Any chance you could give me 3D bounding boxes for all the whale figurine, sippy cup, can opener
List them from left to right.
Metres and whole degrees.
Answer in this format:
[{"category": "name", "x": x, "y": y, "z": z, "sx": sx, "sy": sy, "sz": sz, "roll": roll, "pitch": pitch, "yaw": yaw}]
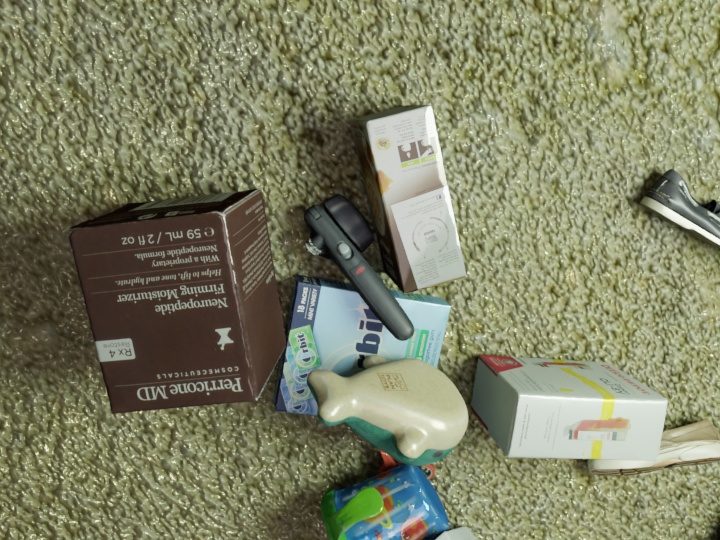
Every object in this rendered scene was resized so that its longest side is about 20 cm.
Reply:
[{"category": "can opener", "x": 0.000, "y": 0.000, "z": 0.826, "sx": 0.078, "sy": 0.063, "sz": 0.201, "roll": -35, "pitch": 78, "yaw": 3}, {"category": "whale figurine", "x": 0.027, "y": 0.169, "z": 0.815, "sx": 0.199, "sy": 0.159, "sz": 0.104, "roll": 9, "pitch": 122, "yaw": -28}, {"category": "sippy cup", "x": 0.038, "y": 0.320, "z": 0.895, "sx": 0.130, "sy": 0.178, "sz": 0.140, "roll": -31, "pitch": 91, "yaw": 4}]

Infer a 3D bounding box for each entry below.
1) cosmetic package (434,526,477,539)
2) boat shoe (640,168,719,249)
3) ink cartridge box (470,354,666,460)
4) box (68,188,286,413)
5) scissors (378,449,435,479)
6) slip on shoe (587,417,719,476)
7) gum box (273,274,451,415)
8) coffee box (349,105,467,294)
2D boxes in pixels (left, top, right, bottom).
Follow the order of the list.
[{"category": "cosmetic package", "x": 0.109, "y": 0.393, "z": 0.899, "sx": 0.102, "sy": 0.200, "sz": 0.074, "roll": -40, "pitch": 65, "yaw": -1}, {"category": "boat shoe", "x": 0.470, "y": -0.068, "z": 0.917, "sx": 0.199, "sy": 0.073, "sz": 0.063, "roll": 26, "pitch": 101, "yaw": -10}, {"category": "ink cartridge box", "x": 0.262, "y": 0.174, "z": 0.893, "sx": 0.198, "sy": 0.145, "sz": 0.084, "roll": 5, "pitch": 101, "yaw": -11}, {"category": "box", "x": -0.188, "y": 0.026, "z": 0.763, "sx": 0.165, "sy": 0.164, "sz": 0.201, "roll": -6, "pitch": 104, "yaw": 6}, {"category": "scissors", "x": 0.029, "y": 0.235, "z": 0.914, "sx": 0.073, "sy": 0.014, "sz": 0.200, "roll": -30, "pitch": 122, "yaw": 15}, {"category": "slip on shoe", "x": 0.420, "y": 0.253, "z": 0.993, "sx": 0.198, "sy": 0.076, "sz": 0.061, "roll": -8, "pitch": 65, "yaw": 1}, {"category": "gum box", "x": 0.000, "y": 0.106, "z": 0.892, "sx": 0.199, "sy": 0.045, "sz": 0.171, "roll": 9, "pitch": 102, "yaw": -12}, {"category": "coffee box", "x": 0.055, "y": -0.087, "z": 0.820, "sx": 0.079, "sy": 0.114, "sz": 0.201, "roll": -16, "pitch": 105, "yaw": -6}]
